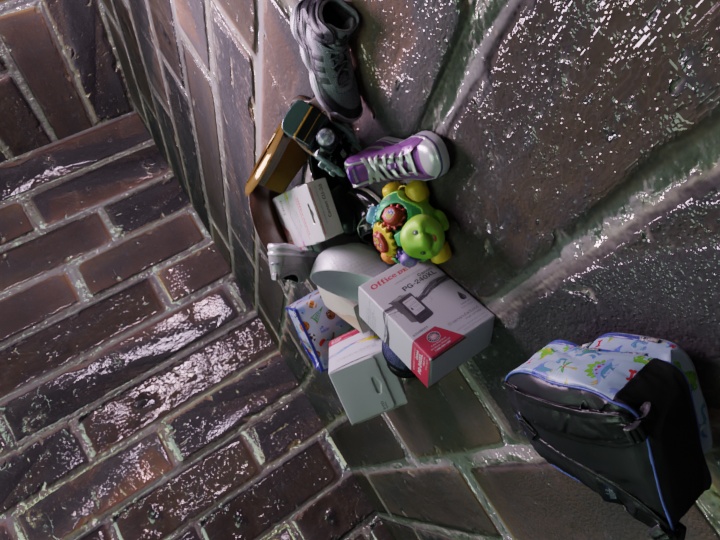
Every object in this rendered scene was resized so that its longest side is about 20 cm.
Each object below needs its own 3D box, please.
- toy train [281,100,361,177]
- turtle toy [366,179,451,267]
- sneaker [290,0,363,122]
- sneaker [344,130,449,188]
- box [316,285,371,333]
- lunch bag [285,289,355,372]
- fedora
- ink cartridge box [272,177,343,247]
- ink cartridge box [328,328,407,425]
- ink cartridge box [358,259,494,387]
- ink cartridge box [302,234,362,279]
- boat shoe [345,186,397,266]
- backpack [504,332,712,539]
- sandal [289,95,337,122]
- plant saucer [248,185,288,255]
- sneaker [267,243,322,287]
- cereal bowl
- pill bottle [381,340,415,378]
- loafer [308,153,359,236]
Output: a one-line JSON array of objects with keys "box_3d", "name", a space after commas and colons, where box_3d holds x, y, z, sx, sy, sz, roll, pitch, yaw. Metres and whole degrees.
[{"box_3d": [-0.065, -0.227, 0.926, 0.113, 0.086, 0.200, 34, -174, 3], "name": "toy train"}, {"box_3d": [0.079, -0.065, 0.868, 0.199, 0.100, 0.147, 12, 128, 64], "name": "turtle toy"}, {"box_3d": [-0.037, -0.333, 0.829, 0.114, 0.075, 0.202, 5, 124, 63], "name": "sneaker"}, {"box_3d": [0.044, -0.156, 0.815, 0.200, 0.114, 0.073, 16, 131, 61], "name": "sneaker"}, {"box_3d": [-0.018, 0.065, 1.286, 0.200, 0.094, 0.078, 30, 145, 57], "name": "box"}, {"box_3d": [-0.084, 0.151, 1.442, 0.202, 0.169, 0.124, 63, 162, -9], "name": "lunch bag"}, {"box_3d": [-0.163, -0.223, 1.096, 0.081, 0.202, 0.200, 30, 167, -18], "name": "fedora"}, {"box_3d": [-0.102, -0.114, 1.073, 0.199, 0.067, 0.118, -2, 109, 64], "name": "ink cartridge box"}, {"box_3d": [0.014, 0.238, 1.271, 0.200, 0.143, 0.147, -103, -11, -77], "name": "ink cartridge box"}, {"box_3d": [0.108, 0.077, 0.921, 0.200, 0.144, 0.084, 44, 152, 36], "name": "ink cartridge box"}, {"box_3d": [-0.076, -0.070, 1.254, 0.199, 0.083, 0.148, 13, 129, 63], "name": "ink cartridge box"}, {"box_3d": [0.024, -0.089, 1.019, 0.201, 0.067, 0.072, 52, 158, 28], "name": "boat shoe"}, {"box_3d": [0.284, 0.166, 0.618, 0.199, 0.146, 0.185, 6, 124, 61], "name": "backpack"}, {"box_3d": [-0.101, -0.305, 1.046, 0.200, 0.054, 0.082, 34, 147, 51], "name": "sandal"}, {"box_3d": [-0.183, -0.109, 1.190, 0.200, 0.036, 0.203, -19, -90, -77], "name": "plant saucer"}, {"box_3d": [-0.133, -0.004, 1.119, 0.074, 0.199, 0.083, 4, 84, 31], "name": "sneaker"}, {"box_3d": [0.000, 0.000, 1.087, 0.198, 0.084, 0.200, 12, 162, 4], "name": "cereal bowl"}, {"box_3d": [0.099, 0.137, 1.072, 0.112, 0.111, 0.201, 49, 157, 27], "name": "pill bottle"}, {"box_3d": [-0.058, -0.161, 1.094, 0.070, 0.067, 0.202, -55, -56, -69], "name": "loafer"}]
